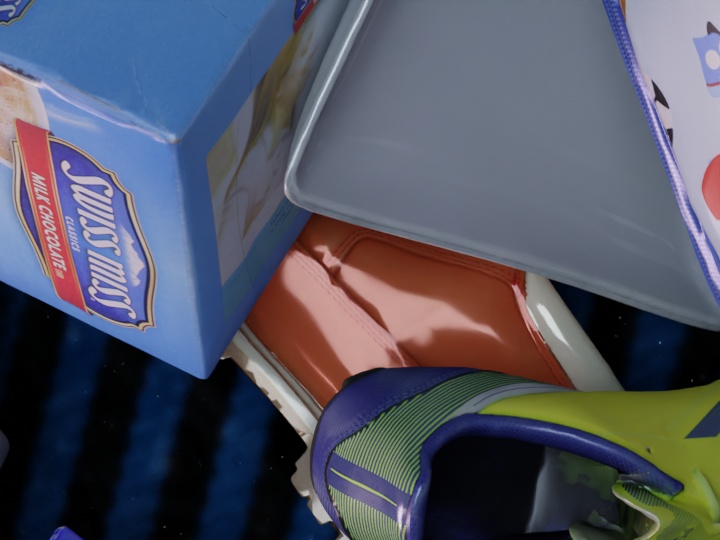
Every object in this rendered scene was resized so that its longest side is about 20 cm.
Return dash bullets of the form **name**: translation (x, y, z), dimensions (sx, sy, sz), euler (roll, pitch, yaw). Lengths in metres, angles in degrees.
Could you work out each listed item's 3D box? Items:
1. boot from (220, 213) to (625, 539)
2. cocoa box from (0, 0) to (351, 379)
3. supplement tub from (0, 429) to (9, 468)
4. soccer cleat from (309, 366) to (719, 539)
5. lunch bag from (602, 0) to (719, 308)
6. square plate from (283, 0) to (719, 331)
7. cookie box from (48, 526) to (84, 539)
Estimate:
- **boot**: translation (0.000, 0.000, 0.837), dimensions (0.107, 0.075, 0.200), euler (-37, 88, 4)
- **cocoa box**: translation (-0.051, -0.100, 0.765), dimensions (0.131, 0.133, 0.200), euler (25, 64, 14)
- **supplement tub**: translation (-0.202, 0.114, 0.822), dimensions (0.140, 0.140, 0.200), euler (23, 76, 11)
- **soccer cleat**: translation (0.084, 0.063, 0.773), dimensions (0.200, 0.084, 0.065), euler (3, 104, -22)
- **lunch bag**: translation (0.165, -0.074, 0.745), dimensions (0.200, 0.076, 0.161), euler (-22, 90, -29)
- **square plate**: translation (0.076, -0.094, 0.765), dimensions (0.028, 0.198, 0.200), euler (28, 99, 44)
- **cookie box**: translation (-0.049, 0.194, 0.772), dimensions (0.200, 0.171, 0.075), euler (37, 120, -5)
